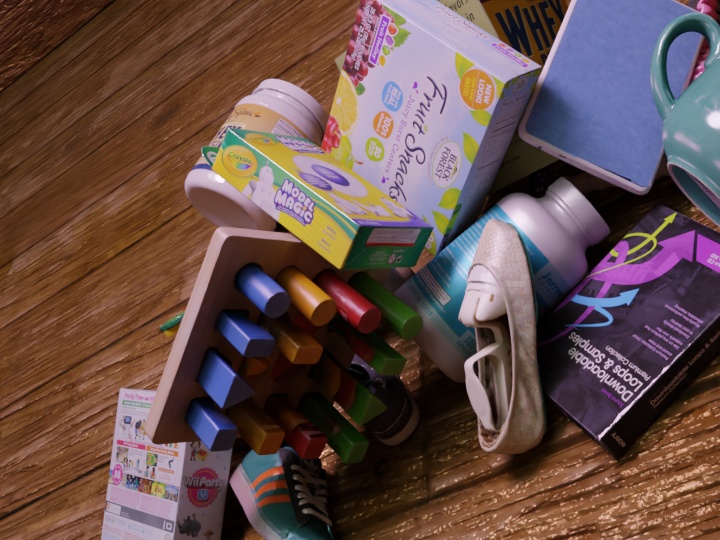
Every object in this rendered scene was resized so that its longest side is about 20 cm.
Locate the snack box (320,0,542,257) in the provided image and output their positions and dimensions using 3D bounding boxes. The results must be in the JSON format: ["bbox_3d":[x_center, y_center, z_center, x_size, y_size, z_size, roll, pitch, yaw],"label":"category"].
[{"bbox_3d":[0.056,-0.142,0.890,0.169,0.200,0.068,39,45,22],"label":"snack box"}]

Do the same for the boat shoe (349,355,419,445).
[{"bbox_3d":[-0.007,0.105,0.971,0.073,0.063,0.200,-47,32,0],"label":"boat shoe"}]

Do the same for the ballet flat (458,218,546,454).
[{"bbox_3d":[0.115,0.056,0.788,0.067,0.062,0.201,-11,87,63],"label":"ballet flat"}]

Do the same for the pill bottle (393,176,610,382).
[{"bbox_3d":[0.134,0.004,0.881,0.200,0.111,0.111,-41,32,7],"label":"pill bottle"}]

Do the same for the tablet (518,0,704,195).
[{"bbox_3d":[0.233,-0.178,0.859,0.014,0.130,0.200,120,175,-72],"label":"tablet"}]

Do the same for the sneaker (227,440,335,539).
[{"bbox_3d":[-0.065,0.215,0.907,0.080,0.071,0.200,-52,31,-3],"label":"sneaker"}]

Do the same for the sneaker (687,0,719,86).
[{"bbox_3d":[0.327,-0.206,0.943,0.095,0.079,0.200,-25,35,48],"label":"sneaker"}]

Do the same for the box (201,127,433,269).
[{"bbox_3d":[-0.043,-0.072,0.848,0.200,0.117,0.048,35,111,30],"label":"box"}]

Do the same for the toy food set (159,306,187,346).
[{"bbox_3d":[-0.148,0.034,1.155,0.200,0.049,0.198,-30,7,7],"label":"toy food set"}]

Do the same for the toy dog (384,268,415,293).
[{"bbox_3d":[0.000,0.000,0.974,0.096,0.200,0.132,30,94,47],"label":"toy dog"}]

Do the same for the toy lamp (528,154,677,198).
[{"bbox_3d":[0.257,-0.092,0.900,0.200,0.058,0.058,-13,44,43],"label":"toy lamp"}]

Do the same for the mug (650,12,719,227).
[{"bbox_3d":[0.308,-0.103,0.756,0.114,0.152,0.185,-44,48,6],"label":"mug"}]

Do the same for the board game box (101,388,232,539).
[{"bbox_3d":[-0.204,0.229,0.982,0.147,0.064,0.201,-2,80,47],"label":"board game box"}]

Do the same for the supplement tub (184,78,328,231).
[{"bbox_3d":[-0.143,-0.159,1.343,0.144,0.144,0.200,2,55,49],"label":"supplement tub"}]

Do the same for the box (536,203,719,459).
[{"bbox_3d":[0.234,0.044,0.794,0.200,0.036,0.143,-47,32,0],"label":"box"}]

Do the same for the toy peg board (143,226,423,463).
[{"bbox_3d":[-0.052,0.079,0.815,0.098,0.199,0.200,37,113,40],"label":"toy peg board"}]

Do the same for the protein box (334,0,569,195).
[{"bbox_3d":[0.119,-0.185,0.958,0.135,0.200,0.198,-31,3,-42],"label":"protein box"}]
